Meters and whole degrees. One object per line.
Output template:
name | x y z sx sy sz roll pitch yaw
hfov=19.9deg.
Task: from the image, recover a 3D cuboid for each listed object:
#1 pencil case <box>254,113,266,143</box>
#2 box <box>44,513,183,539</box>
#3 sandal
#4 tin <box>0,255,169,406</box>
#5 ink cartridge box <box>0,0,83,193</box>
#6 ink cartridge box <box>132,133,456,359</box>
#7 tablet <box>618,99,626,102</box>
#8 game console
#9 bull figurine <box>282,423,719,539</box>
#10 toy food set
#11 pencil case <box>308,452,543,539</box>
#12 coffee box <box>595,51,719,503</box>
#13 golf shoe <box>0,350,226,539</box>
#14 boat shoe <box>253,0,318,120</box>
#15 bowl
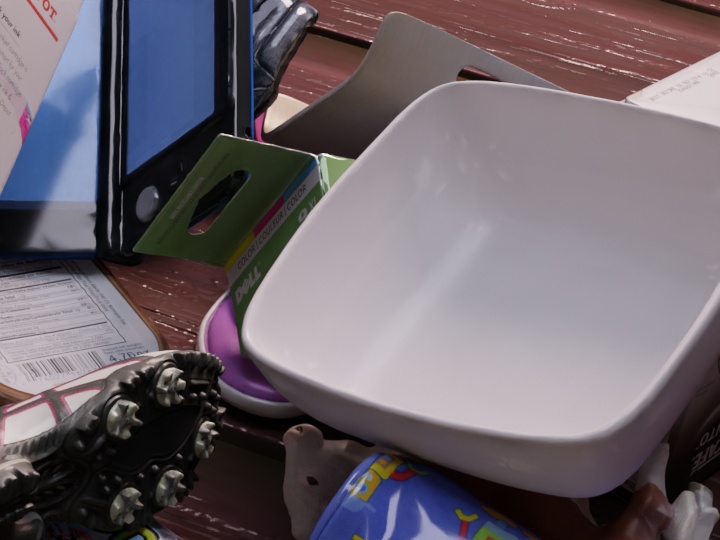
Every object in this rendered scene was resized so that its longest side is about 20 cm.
pencil case | -0.151 -0.113 1.248 0.199 0.094 0.091 6 64 -2
box | -0.137 0.133 0.874 0.199 0.035 0.110 29 35 32
sandal | -0.037 0.009 1.105 0.082 0.050 0.203 11 30 6
tin | -0.169 0.030 1.048 0.111 0.042 0.200 -6 32 -32
ink cartridge box | -0.208 -0.113 1.001 0.067 0.115 0.201 6 61 26
ink cartridge box | 0.000 0.000 1.021 0.199 0.104 0.060 9 54 -29
tablet | 0.090 -0.035 1.079 0.199 0.130 0.014 -20 64 11
game console | -0.148 -0.114 1.067 0.118 0.170 0.201 15 61 -34
bull figurine | 0.063 0.107 0.926 0.199 0.065 0.122 28 67 18
toy food set | 0.040 -0.085 1.153 0.143 0.061 0.200 24 -17 -16
pencil case | 0.072 0.146 0.836 0.199 0.078 0.087 26 59 12
coffee box | 0.165 0.005 1.011 0.080 0.201 0.113 29 35 27
golf shoe | -0.137 0.076 0.866 0.088 0.078 0.200 19 29 32
boat shoe | -0.109 -0.093 1.169 0.091 0.201 0.071 34 -5 2
bowl | 0.071 0.014 0.898 0.199 0.075 0.200 14 49 32
